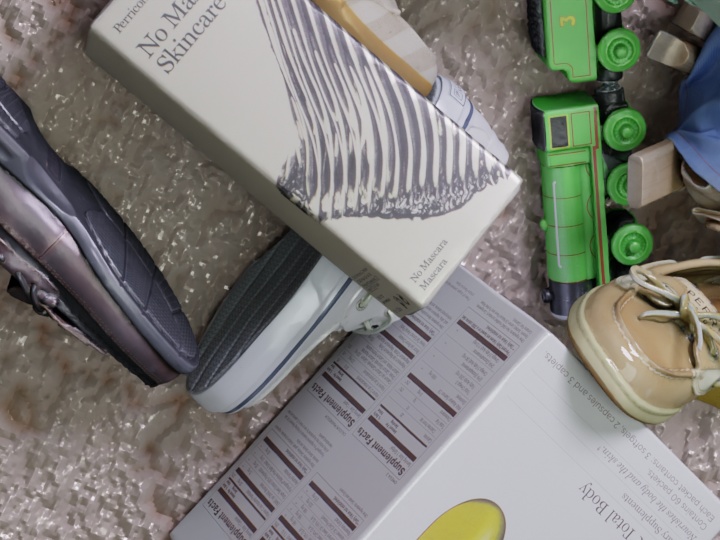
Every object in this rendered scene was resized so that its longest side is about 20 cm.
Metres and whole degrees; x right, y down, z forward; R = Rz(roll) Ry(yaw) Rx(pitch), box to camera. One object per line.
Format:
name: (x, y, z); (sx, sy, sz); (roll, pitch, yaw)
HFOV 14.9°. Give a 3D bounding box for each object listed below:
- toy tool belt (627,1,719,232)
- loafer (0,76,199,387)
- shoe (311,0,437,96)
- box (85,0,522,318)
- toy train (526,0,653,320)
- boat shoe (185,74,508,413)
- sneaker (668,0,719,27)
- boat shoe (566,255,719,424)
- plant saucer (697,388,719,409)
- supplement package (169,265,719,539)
toy tool belt: (0.208, -0.111, 1.362); (0.122, 0.125, 0.201); (17, 99, -37)
loafer: (-0.155, -0.019, 1.292); (0.063, 0.072, 0.200); (-33, 110, 13)
shoe: (-0.018, -0.162, 1.290); (0.053, 0.070, 0.200); (-38, 113, 3)
box: (-0.027, -0.072, 1.273); (0.200, 0.068, 0.082); (39, 82, -3)
toy train: (0.114, -0.063, 1.390); (0.056, 0.042, 0.201); (-8, 109, -8)
boat shoe: (0.000, 0.000, 1.344); (0.067, 0.074, 0.200); (41, 88, -23)
sneaker: (0.115, -0.143, 1.307); (0.118, 0.074, 0.201); (-41, 73, -4)
boat shoe: (0.160, 0.022, 1.336); (0.063, 0.200, 0.073); (-37, 82, 25)
plant saucer: (0.294, 0.012, 1.475); (0.199, 0.048, 0.201); (22, 97, -26)
supplement package: (0.042, 0.126, 1.355); (0.200, 0.151, 0.152); (-48, 116, -2)
